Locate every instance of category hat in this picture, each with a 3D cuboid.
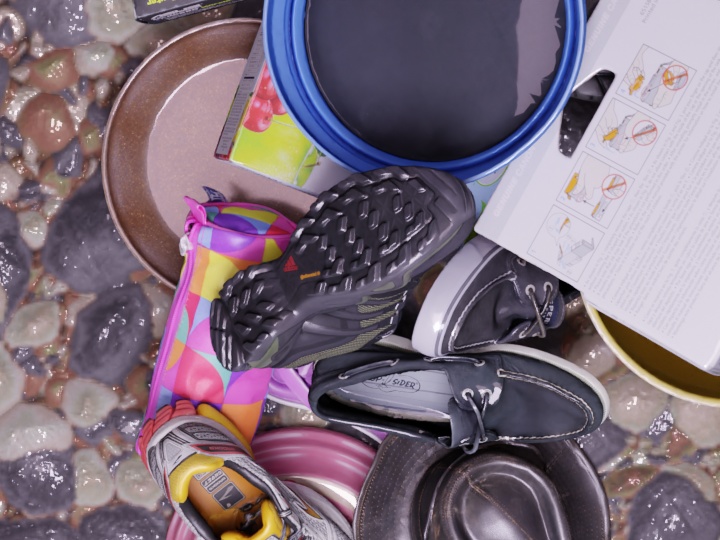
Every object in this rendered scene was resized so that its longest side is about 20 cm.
[{"bbox_3d":[0.100,0.175,1.143,0.200,0.081,0.201,3,80,-20],"label":"hat"}]

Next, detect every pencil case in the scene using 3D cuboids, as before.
[{"bbox_3d":[-0.098,0.047,1.145,0.088,0.088,0.200,14,107,3],"label":"pencil case"}]

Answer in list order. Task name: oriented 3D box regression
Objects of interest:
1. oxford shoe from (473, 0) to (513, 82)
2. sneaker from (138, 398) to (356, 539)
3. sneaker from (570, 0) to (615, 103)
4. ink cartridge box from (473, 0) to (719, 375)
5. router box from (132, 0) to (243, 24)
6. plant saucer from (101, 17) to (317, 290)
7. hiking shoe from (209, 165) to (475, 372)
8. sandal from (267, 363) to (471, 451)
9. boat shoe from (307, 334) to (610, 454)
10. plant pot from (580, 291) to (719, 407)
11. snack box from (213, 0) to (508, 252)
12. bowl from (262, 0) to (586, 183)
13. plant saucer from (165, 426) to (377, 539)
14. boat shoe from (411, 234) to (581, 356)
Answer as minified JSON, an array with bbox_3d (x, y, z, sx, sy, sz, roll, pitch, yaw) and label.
[{"bbox_3d":[0.074,-0.202,1.101,0.071,0.072,0.201,-6,78,-39],"label":"oxford shoe"},{"bbox_3d":[-0.066,0.172,1.115,0.078,0.082,0.200,-46,117,5],"label":"sneaker"},{"bbox_3d":[0.196,-0.144,1.134,0.199,0.082,0.073,0,89,-3],"label":"sneaker"},{"bbox_3d":[0.190,-0.065,1.028,0.173,0.044,0.200,32,97,26],"label":"ink cartridge box"},{"bbox_3d":[-0.074,-0.265,1.160,0.199,0.062,0.150,-14,93,5],"label":"router box"},{"bbox_3d":[-0.079,-0.074,1.189,0.200,0.037,0.201,0,95,3],"label":"plant saucer"},{"bbox_3d":[0.000,0.000,1.060,0.200,0.101,0.076,-32,66,29],"label":"hiking shoe"},{"bbox_3d":[-0.010,0.073,1.188,0.202,0.050,0.083,25,95,2],"label":"sandal"},{"bbox_3d":[0.058,0.086,1.104,0.199,0.066,0.075,13,127,14],"label":"boat shoe"},{"bbox_3d":[0.236,-0.019,1.119,0.199,0.142,0.201,0,94,3],"label":"plant pot"},{"bbox_3d":[0.021,-0.105,1.135,0.200,0.053,0.143,21,90,-18],"label":"snack box"},{"bbox_3d":[0.041,-0.150,1.041,0.200,0.039,0.201,2,96,17],"label":"bowl"},{"bbox_3d":[-0.043,0.213,1.202,0.200,0.051,0.201,0,94,4],"label":"plant saucer"},{"bbox_3d":[0.105,0.015,1.105,0.066,0.200,0.070,26,116,22],"label":"boat shoe"}]
